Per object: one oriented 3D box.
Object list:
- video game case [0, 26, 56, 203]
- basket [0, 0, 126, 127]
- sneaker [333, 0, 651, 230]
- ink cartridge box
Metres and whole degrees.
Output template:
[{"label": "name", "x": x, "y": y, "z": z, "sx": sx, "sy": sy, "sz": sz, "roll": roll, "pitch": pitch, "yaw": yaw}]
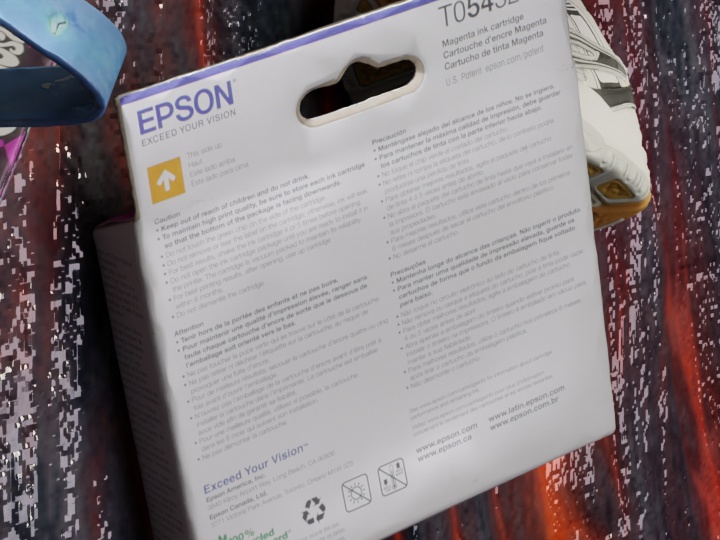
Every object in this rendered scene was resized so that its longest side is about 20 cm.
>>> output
[{"label": "video game case", "x": -0.118, "y": -0.034, "z": 0.781, "sx": 0.036, "sy": 0.181, "sz": 0.201, "roll": 23, "pitch": 70, "yaw": -10}, {"label": "basket", "x": -0.175, "y": -0.079, "z": 0.639, "sx": 0.176, "sy": 0.199, "sz": 0.140, "roll": 39, "pitch": 64, "yaw": -41}, {"label": "sneaker", "x": 0.050, "y": -0.091, "z": 1.105, "sx": 0.200, "sy": 0.075, "sz": 0.088, "roll": 40, "pitch": 42, "yaw": -50}, {"label": "ink cartridge box", "x": 0.000, "y": 0.000, "z": 1.002, "sx": 0.196, "sy": 0.043, "sz": 0.201, "roll": -21, "pitch": 113, "yaw": -30}]
